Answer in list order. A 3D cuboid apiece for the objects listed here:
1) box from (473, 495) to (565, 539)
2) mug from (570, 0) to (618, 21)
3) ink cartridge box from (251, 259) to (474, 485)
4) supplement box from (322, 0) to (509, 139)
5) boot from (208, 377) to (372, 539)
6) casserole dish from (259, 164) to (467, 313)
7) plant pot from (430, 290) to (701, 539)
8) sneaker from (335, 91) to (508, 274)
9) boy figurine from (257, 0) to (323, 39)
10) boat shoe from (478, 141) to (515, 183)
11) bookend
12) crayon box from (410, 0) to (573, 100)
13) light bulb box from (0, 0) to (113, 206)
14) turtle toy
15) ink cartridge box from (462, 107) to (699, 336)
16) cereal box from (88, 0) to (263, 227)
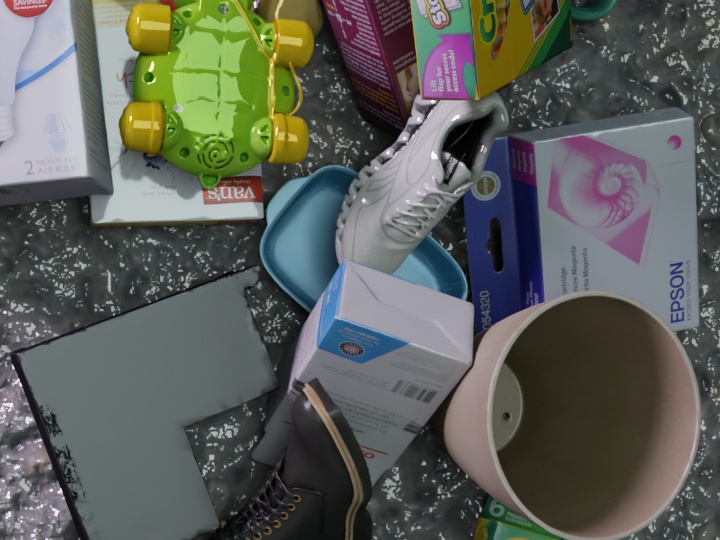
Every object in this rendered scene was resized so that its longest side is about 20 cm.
[{"bbox_3d":[0.143,0.301,1.103,0.117,0.048,0.200,18,79,-15],"label":"box"},{"bbox_3d":[0.170,-0.297,1.105,0.185,0.152,0.114,47,74,-8],"label":"mug"},{"bbox_3d":[-0.003,0.091,1.032,0.116,0.200,0.067,20,44,-14],"label":"ink cartridge box"},{"bbox_3d":[0.037,-0.220,1.047,0.110,0.086,0.200,-33,128,-17],"label":"supplement box"},{"bbox_3d":[-0.066,0.181,0.988,0.138,0.077,0.200,-22,135,-14],"label":"boot"},{"bbox_3d":[0.000,0.000,1.090,0.200,0.039,0.121,41,76,-10],"label":"casserole dish"},{"bbox_3d":[0.139,0.115,1.032,0.187,0.200,0.188,2,86,-23],"label":"plant pot"},{"bbox_3d":[0.049,-0.069,1.025,0.075,0.081,0.200,25,103,-32],"label":"sneaker"},{"bbox_3d":[-0.045,-0.285,1.079,0.124,0.064,0.200,4,85,16],"label":"boy figurine"},{"bbox_3d":[0.177,-0.072,1.130,0.200,0.071,0.091,-8,87,-17],"label":"boat shoe"},{"bbox_3d":[-0.148,0.122,1.008,0.200,0.092,0.199,-22,93,-18],"label":"bookend"},{"bbox_3d":[0.099,-0.249,0.968,0.173,0.058,0.200,-36,124,-51],"label":"crayon box"},{"bbox_3d":[-0.300,-0.150,0.953,0.198,0.125,0.200,-7,88,-5],"label":"light bulb box"},{"bbox_3d":[-0.115,-0.161,0.993,0.146,0.101,0.200,4,85,-16],"label":"turtle toy"},{"bbox_3d":[0.193,-0.028,1.097,0.200,0.043,0.197,-11,111,-8],"label":"ink cartridge box"},{"bbox_3d":[-0.157,-0.137,1.053,0.144,0.040,0.200,-3,86,-15],"label":"cereal box"}]
